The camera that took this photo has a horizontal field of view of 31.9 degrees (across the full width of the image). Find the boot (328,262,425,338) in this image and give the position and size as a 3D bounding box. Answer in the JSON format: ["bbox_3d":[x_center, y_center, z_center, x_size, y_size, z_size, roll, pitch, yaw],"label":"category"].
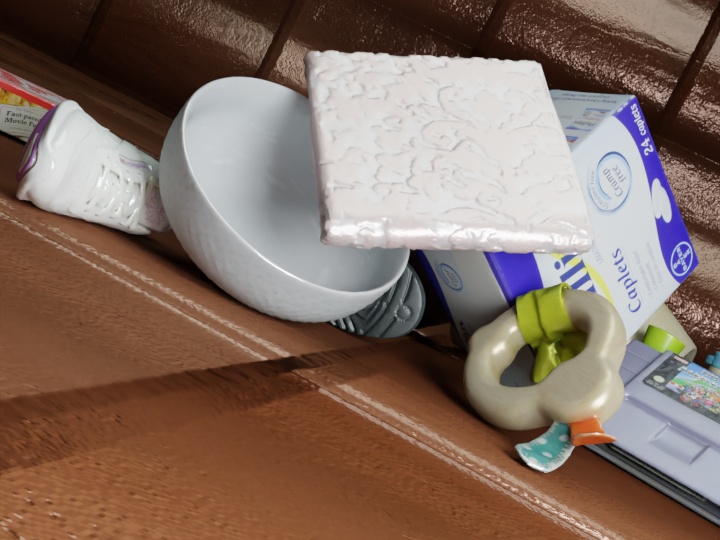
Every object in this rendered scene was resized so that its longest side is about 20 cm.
[{"bbox_3d":[-0.016,-0.004,1.086,0.200,0.077,0.168,22,7,18],"label":"boot"}]

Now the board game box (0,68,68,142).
[{"bbox_3d":[-0.365,-0.174,1.218,0.200,0.046,0.151,25,5,-26],"label":"board game box"}]

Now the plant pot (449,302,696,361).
[{"bbox_3d":[0.225,0.055,1.255,0.200,0.187,0.187,36,8,23],"label":"plant pot"}]

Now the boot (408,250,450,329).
[{"bbox_3d":[0.000,0.000,1.247,0.166,0.072,0.200,49,-30,-14],"label":"boot"}]

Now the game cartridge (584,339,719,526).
[{"bbox_3d":[0.273,0.133,1.026,0.200,0.038,0.130,29,49,33],"label":"game cartridge"}]

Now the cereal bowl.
[{"bbox_3d":[-0.065,-0.042,0.928,0.200,0.083,0.200,27,40,-26],"label":"cereal bowl"}]

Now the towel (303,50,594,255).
[{"bbox_3d":[0.060,-0.089,0.942,0.200,0.032,0.191,1,50,-12],"label":"towel"}]

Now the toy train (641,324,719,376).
[{"bbox_3d":[0.250,0.099,1.145,0.200,0.116,0.085,28,-2,17],"label":"toy train"}]

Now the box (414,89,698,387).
[{"bbox_3d":[0.165,-0.021,1.057,0.105,0.200,0.184,15,-39,52],"label":"box"}]

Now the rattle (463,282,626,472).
[{"bbox_3d":[0.155,0.110,0.902,0.200,0.130,0.143,-120,-168,-59],"label":"rattle"}]

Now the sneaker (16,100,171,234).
[{"bbox_3d":[-0.177,-0.068,0.898,0.099,0.075,0.200,26,5,4],"label":"sneaker"}]
